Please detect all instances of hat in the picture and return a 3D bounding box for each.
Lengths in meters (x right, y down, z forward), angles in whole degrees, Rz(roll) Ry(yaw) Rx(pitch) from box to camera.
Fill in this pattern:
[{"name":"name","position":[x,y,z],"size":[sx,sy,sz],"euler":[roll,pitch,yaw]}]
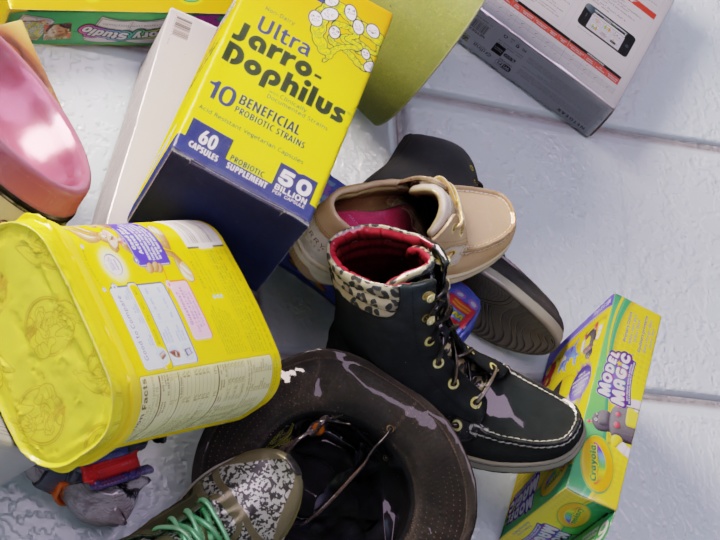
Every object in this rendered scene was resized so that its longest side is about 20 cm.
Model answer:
[{"name":"hat","position":[-0.019,0.160,1.317],"size":[0.198,0.081,0.203],"euler":[0,78,0]}]

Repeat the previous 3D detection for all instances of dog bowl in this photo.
[{"name":"dog bowl","position":[-0.255,-0.094,1.220],"size":[0.200,0.074,0.200],"euler":[49,12,-14]}]

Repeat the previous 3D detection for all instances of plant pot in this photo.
[{"name":"plant pot","position":[-0.011,-0.249,1.467],"size":[0.199,0.187,0.188],"euler":[36,55,-11]}]

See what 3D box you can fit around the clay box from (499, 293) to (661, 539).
[{"name":"clay box","position":[0.162,0.129,1.405],"size":[0.047,0.115,0.201],"euler":[26,56,-9]}]

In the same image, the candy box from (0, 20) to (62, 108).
[{"name":"candy box","position":[-0.313,-0.097,1.342],"size":[0.198,0.056,0.118],"euler":[-20,75,-30]}]

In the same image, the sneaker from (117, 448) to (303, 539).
[{"name":"sneaker","position":[-0.119,0.186,1.227],"size":[0.199,0.089,0.077],"euler":[-36,84,-10]}]

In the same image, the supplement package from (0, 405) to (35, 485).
[{"name":"supplement package","position":[-0.332,0.069,1.145],"size":[0.190,0.147,0.201],"euler":[-30,77,3]}]

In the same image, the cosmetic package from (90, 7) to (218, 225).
[{"name":"cosmetic package","position":[-0.154,-0.089,1.395],"size":[0.050,0.083,0.202],"euler":[22,58,-15]}]

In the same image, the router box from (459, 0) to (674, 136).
[{"name":"router box","position":[0.166,-0.244,1.643],"size":[0.199,0.049,0.180],"euler":[36,55,-4]}]

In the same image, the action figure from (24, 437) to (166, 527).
[{"name":"action figure","position":[-0.182,0.084,1.298],"size":[0.198,0.104,0.196],"euler":[-2,72,-41]}]

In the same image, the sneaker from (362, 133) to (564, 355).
[{"name":"sneaker","position":[0.093,-0.026,1.479],"size":[0.199,0.075,0.107],"euler":[37,55,-1]}]

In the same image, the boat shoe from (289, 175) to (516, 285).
[{"name":"boat shoe","position":[0.044,-0.034,1.370],"size":[0.198,0.069,0.074],"euler":[-10,65,-36]}]

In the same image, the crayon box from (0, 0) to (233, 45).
[{"name":"crayon box","position":[-0.199,-0.265,1.480],"size":[0.198,0.058,0.174],"euler":[-3,66,-26]}]

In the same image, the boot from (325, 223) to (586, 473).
[{"name":"boot","position":[0.062,0.056,1.310],"size":[0.202,0.155,0.074],"euler":[18,52,17]}]

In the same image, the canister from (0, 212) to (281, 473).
[{"name":"canister","position":[-0.147,0.039,1.190],"size":[0.199,0.086,0.150],"euler":[-6,66,-61]}]

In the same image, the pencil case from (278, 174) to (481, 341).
[{"name":"pencil case","position":[0.000,0.000,1.422],"size":[0.200,0.078,0.087],"euler":[40,69,-1]}]

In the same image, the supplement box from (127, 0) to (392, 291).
[{"name":"supplement box","position":[-0.069,-0.109,1.330],"size":[0.108,0.110,0.201],"euler":[27,55,-10]}]
